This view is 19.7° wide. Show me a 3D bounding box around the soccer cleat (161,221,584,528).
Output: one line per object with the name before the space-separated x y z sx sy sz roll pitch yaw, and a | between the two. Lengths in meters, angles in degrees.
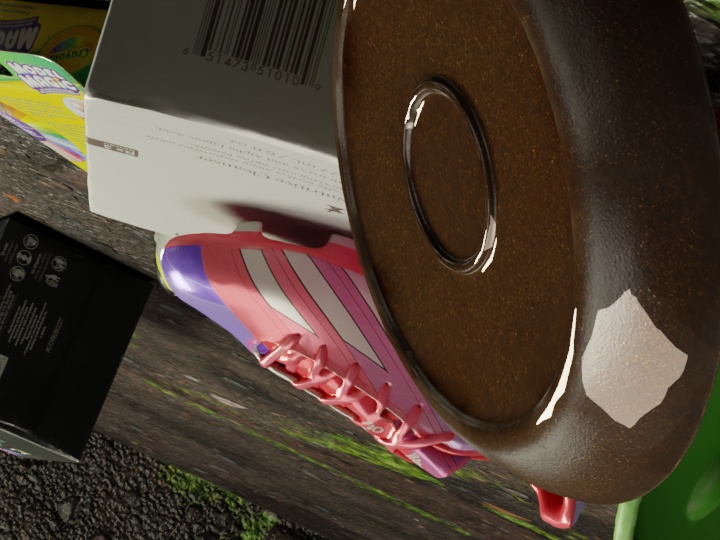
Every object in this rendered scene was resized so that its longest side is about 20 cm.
soccer cleat | 0.012 0.039 0.817 0.199 0.077 0.067 20 167 -17

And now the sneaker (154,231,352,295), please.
sneaker | 0.000 0.000 0.954 0.199 0.076 0.076 20 146 -15

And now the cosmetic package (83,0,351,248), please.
cosmetic package | -0.044 -0.063 0.796 0.112 0.081 0.200 16 167 -2

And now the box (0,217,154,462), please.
box | -0.263 0.056 1.577 0.124 0.149 0.200 26 168 -18

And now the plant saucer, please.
plant saucer | 0.036 -0.029 0.583 0.032 0.201 0.200 -12 -178 -22

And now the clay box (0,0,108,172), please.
clay box | -0.104 -0.071 0.975 0.115 0.048 0.200 12 162 42

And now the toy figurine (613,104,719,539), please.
toy figurine | 0.102 -0.004 0.681 0.150 0.200 0.184 30 -173 -44
